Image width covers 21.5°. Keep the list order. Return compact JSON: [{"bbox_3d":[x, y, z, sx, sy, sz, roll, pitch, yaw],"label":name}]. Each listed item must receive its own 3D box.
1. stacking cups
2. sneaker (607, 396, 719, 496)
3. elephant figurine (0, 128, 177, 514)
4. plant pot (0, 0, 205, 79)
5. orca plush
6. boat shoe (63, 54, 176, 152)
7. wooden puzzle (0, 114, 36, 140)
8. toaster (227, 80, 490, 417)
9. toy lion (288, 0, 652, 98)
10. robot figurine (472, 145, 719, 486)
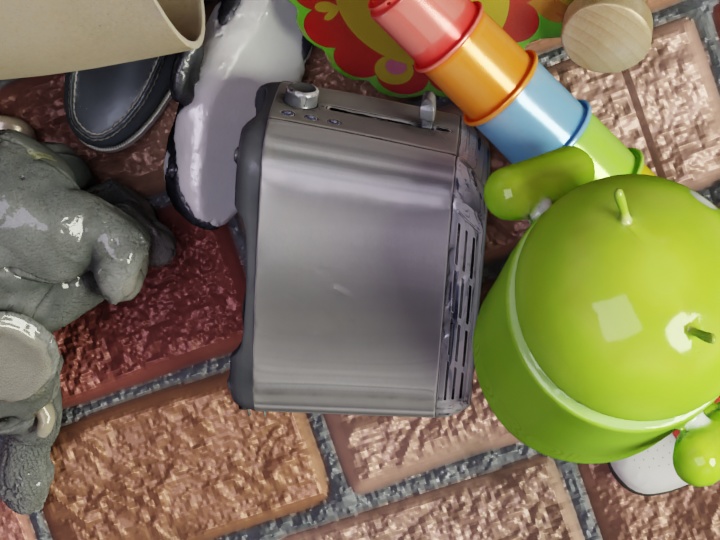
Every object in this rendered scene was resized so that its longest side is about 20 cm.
[{"bbox_3d":[0.083,-0.078,0.971,0.200,0.061,0.061,41,105,-17],"label":"stacking cups"},{"bbox_3d":[0.201,0.053,0.965,0.201,0.108,0.067,-37,86,15],"label":"sneaker"},{"bbox_3d":[-0.204,0.031,1.051,0.155,0.142,0.200,37,99,1],"label":"elephant figurine"},{"bbox_3d":[-0.203,-0.169,0.933,0.199,0.187,0.188,-17,91,8],"label":"plant pot"},{"bbox_3d":[-0.077,-0.126,1.043,0.071,0.105,0.201,16,104,44],"label":"orca plush"},{"bbox_3d":[-0.124,-0.160,1.054,0.073,0.062,0.201,26,101,11],"label":"boat shoe"},{"bbox_3d":[-0.299,-0.011,1.124,0.199,0.046,0.186,9,97,14],"label":"wooden puzzle"},{"bbox_3d":[0.000,0.000,0.997,0.129,0.114,0.201,5,114,4],"label":"toaster"},{"bbox_3d":[0.051,-0.171,0.961,0.191,0.069,0.200,-1,137,11],"label":"toy lion"},{"bbox_3d":[0.119,0.026,0.899,0.115,0.200,0.176,-31,79,-14],"label":"robot figurine"}]
